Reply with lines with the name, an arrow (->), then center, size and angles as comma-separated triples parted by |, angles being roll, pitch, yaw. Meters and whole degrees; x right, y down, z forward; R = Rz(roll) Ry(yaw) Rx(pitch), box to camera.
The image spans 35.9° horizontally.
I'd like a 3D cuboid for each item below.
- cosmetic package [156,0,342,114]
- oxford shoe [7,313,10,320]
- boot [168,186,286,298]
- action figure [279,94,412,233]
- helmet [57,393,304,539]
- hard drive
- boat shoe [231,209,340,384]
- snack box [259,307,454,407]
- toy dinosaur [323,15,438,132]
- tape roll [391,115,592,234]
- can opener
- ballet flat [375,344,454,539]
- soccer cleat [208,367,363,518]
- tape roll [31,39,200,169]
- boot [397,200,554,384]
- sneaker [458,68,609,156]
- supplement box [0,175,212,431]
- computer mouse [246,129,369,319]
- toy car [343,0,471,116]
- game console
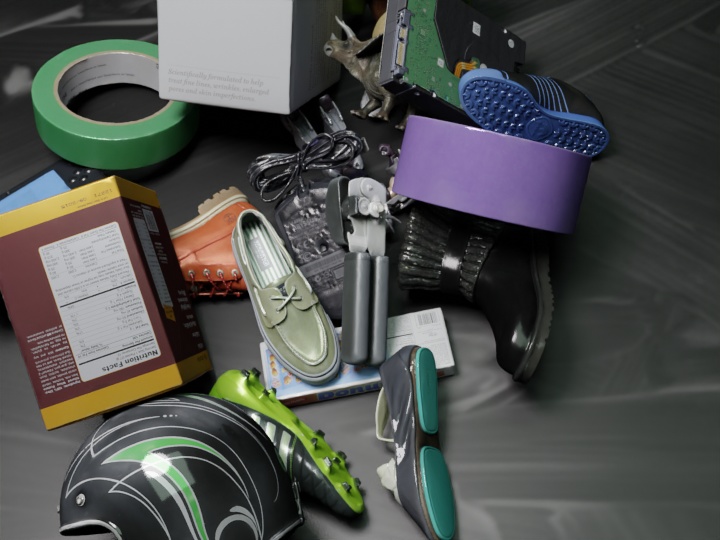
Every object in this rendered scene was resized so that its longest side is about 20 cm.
cosmetic package -> -0.123, -0.290, 1.293 | 0.164, 0.166, 0.200 | 9, 23, 14
oxford shoe -> -0.319, -0.012, 1.255 | 0.200, 0.058, 0.075 | -41, 65, -17
boot -> -0.176, 0.001, 1.226 | 0.200, 0.075, 0.107 | -40, 68, -19
action figure -> -0.016, -0.114, 1.284 | 0.130, 0.070, 0.200 | -27, 62, -17
helmet -> -0.169, 0.208, 1.021 | 0.200, 0.200, 0.191 | -38, 79, -17
hard drive -> 0.109, -0.238, 1.275 | 0.038, 0.199, 0.141 | -14, 63, 47
boat shoe -> -0.085, 0.027, 1.160 | 0.072, 0.062, 0.201 | -29, 72, -9
snack box -> -0.004, 0.093, 1.177 | 0.199, 0.024, 0.072 | -11, 59, -1
toy dinosaur -> 0.051, -0.211, 1.280 | 0.199, 0.077, 0.103 | 19, 89, -21
tape roll -> 0.138, -0.102, 1.176 | 0.199, 0.200, 0.086 | 14, 97, 14
can opener -> 0.000, 0.000, 1.160 | 0.052, 0.066, 0.202 | 8, 76, -40
ballet flat -> 0.049, 0.174, 1.100 | 0.073, 0.073, 0.201 | -6, 70, 2
soccer cleat -> -0.079, 0.184, 1.112 | 0.200, 0.067, 0.081 | 43, 100, 18
tape roll -> -0.295, -0.205, 1.348 | 0.199, 0.048, 0.201 | 4, 46, -4
boot -> 0.114, 0.020, 1.160 | 0.157, 0.080, 0.212 | 11, 43, -4
sneaker -> 0.193, -0.192, 1.276 | 0.199, 0.070, 0.078 | 19, 37, -25
supplement box -> -0.250, 0.031, 1.090 | 0.132, 0.197, 0.201 | -18, 89, 0
computer mouse -> -0.036, -0.044, 1.223 | 0.138, 0.053, 0.201 | -17, 82, 11
toy car -> 0.059, -0.283, 1.363 | 0.163, 0.158, 0.202 | 1, 83, -4
game console -> -0.374, -0.052, 1.262 | 0.199, 0.031, 0.177 | -34, 35, -14
